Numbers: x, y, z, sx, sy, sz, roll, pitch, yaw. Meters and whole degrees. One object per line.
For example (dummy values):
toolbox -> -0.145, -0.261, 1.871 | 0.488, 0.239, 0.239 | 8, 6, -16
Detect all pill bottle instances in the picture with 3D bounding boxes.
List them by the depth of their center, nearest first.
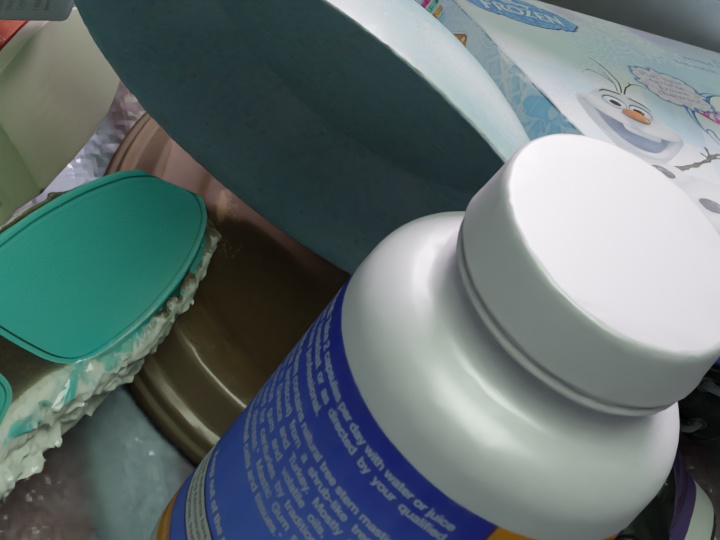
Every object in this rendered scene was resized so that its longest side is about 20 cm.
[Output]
pill bottle -> 0.026, 0.054, 0.885 | 0.112, 0.200, 0.112 | 22, 41, -21

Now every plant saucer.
plant saucer -> -0.006, -0.058, 0.959 | 0.201, 0.201, 0.039 | 36, 72, 1
plant saucer -> 0.000, 0.000, 1.069 | 0.199, 0.029, 0.201 | 10, 58, -16

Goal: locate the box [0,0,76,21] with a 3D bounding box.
box -> -0.188, -0.159, 0.955 | 0.199, 0.098, 0.125 | -1, 62, -22

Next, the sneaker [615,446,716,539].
sneaker -> 0.071, 0.092, 0.961 | 0.200, 0.075, 0.088 | -81, 149, -66

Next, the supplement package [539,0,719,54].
supplement package -> 0.122, -0.186, 1.115 | 0.155, 0.200, 0.111 | 29, 55, -1

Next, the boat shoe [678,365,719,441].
boat shoe -> 0.135, 0.033, 1.066 | 0.199, 0.071, 0.072 | 21, 21, -15

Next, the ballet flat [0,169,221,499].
ballet flat -> -0.126, 0.041, 0.977 | 0.072, 0.072, 0.200 | 41, 53, 5

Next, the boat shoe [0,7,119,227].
boat shoe -> -0.164, -0.026, 1.003 | 0.062, 0.071, 0.200 | 12, 48, 38

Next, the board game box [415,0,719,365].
board game box -> 0.135, -0.024, 1.036 | 0.199, 0.044, 0.199 | 12, 25, -33
